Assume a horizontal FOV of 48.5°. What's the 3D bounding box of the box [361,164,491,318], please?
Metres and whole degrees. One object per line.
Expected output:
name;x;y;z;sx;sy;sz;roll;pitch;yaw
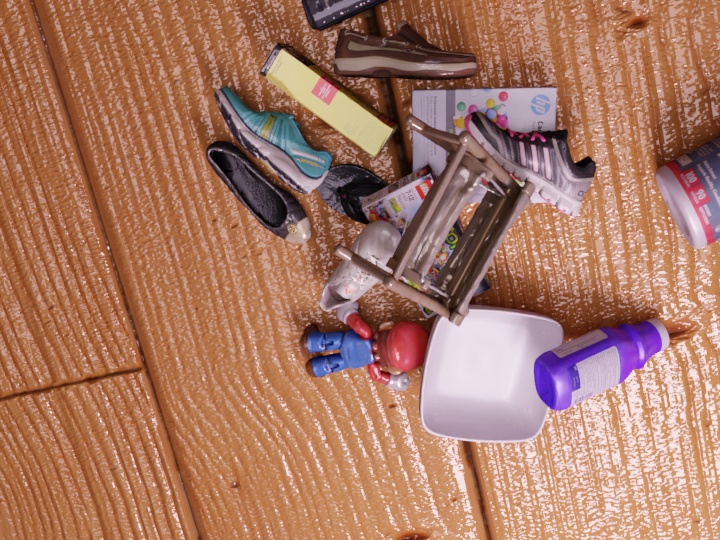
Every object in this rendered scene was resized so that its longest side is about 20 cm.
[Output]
box;0.095;-0.038;1.138;0.109;0.035;0.202;-26;114;15

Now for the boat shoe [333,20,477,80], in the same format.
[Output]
boat shoe;0.060;-0.301;1.086;0.198;0.075;0.076;4;99;8

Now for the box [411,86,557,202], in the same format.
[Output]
box;0.170;-0.174;1.116;0.196;0.041;0.159;1;105;8

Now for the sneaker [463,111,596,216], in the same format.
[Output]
sneaker;0.229;-0.160;1.054;0.198;0.074;0.088;34;106;-6

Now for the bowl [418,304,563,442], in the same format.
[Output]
bowl;0.180;0.142;1.160;0.196;0.075;0.204;6;106;-11

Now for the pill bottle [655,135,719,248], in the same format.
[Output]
pill bottle;0.500;-0.125;1.036;0.198;0.120;0.121;-29;98;14

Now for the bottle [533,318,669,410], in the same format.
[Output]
bottle;0.338;0.124;1.117;0.197;0.065;0.085;-21;123;-15

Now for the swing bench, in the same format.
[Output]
swing bench;0.109;-0.053;1.006;0.198;0.129;0.201;27;93;-38

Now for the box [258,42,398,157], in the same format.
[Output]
box;-0.042;-0.238;1.116;0.199;0.075;0.050;37;107;-1

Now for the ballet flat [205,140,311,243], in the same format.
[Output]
ballet flat;-0.153;-0.109;1.175;0.200;0.057;0.067;42;107;-3

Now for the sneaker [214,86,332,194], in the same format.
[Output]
sneaker;-0.127;-0.196;1.152;0.199;0.078;0.080;41;80;-1

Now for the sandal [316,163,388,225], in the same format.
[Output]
sandal;0.026;-0.090;1.156;0.198;0.048;0.076;30;108;1

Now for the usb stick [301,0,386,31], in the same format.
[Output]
usb stick;0.015;-0.389;1.090;0.197;0.033;0.056;-21;101;14

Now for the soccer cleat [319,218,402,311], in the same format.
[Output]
soccer cleat;0.000;0.000;1.122;0.069;0.078;0.200;40;145;-1

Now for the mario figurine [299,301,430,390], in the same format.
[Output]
mario figurine;0.016;0.114;1.210;0.196;0.107;0.124;-5;140;21
